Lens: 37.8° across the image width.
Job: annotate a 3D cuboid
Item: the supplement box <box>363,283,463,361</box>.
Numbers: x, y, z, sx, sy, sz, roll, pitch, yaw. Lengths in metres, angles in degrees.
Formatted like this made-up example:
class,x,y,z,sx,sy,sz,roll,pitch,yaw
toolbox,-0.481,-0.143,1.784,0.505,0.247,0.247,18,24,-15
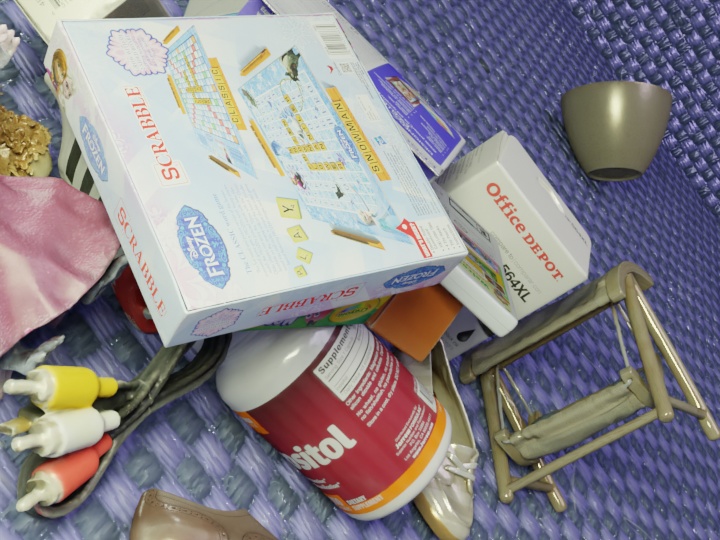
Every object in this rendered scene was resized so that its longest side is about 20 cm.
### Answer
class,x,y,z,sx,sy,sz,roll,pitch,yaw
supplement box,0.000,0.000,0.880,0.066,0.069,0.200,35,2,-34

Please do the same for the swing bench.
class,x,y,z,sx,sy,sz,roll,pitch,yaw
swing bench,0.222,0.114,1.078,0.130,0.199,0.201,23,42,-47

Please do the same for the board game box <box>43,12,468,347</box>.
class,x,y,z,sx,sy,sz,roll,pitch,yaw
board game box,-0.061,-0.067,0.633,0.199,0.041,0.201,-11,64,-36

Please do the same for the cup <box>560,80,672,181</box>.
class,x,y,z,sx,sy,sz,roll,pitch,yaw
cup,0.463,-0.243,1.909,0.200,0.200,0.144,15,76,-53

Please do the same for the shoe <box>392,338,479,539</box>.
class,x,y,z,sx,sy,sz,roll,pitch,yaw
shoe,0.069,0.147,0.948,0.070,0.053,0.201,27,39,-44

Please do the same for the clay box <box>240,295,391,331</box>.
class,x,y,z,sx,sy,sz,roll,pitch,yaw
clay box,-0.075,-0.018,0.688,0.200,0.048,0.115,0,51,-50

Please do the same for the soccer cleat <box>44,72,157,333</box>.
class,x,y,z,sx,sy,sz,roll,pitch,yaw
soccer cleat,-0.166,-0.052,0.724,0.069,0.085,0.201,-36,128,-43

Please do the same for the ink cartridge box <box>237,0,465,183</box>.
class,x,y,z,sx,sy,sz,roll,pitch,yaw
ink cartridge box,-0.006,-0.147,0.839,0.198,0.043,0.200,45,17,-2

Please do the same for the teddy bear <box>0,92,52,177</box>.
class,x,y,z,sx,sy,sz,roll,pitch,yaw
teddy bear,-0.275,-0.109,0.662,0.200,0.067,0.145,43,38,-37

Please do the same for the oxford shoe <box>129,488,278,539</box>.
class,x,y,z,sx,sy,sz,roll,pitch,yaw
oxford shoe,-0.060,0.191,0.673,0.200,0.071,0.073,33,30,-37

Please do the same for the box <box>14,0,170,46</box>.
class,x,y,z,sx,sy,sz,roll,pitch,yaw
box,-0.191,-0.193,0.771,0.068,0.082,0.200,53,-2,-4

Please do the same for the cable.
class,x,y,z,sx,sy,sz,roll,pitch,yaw
cable,-0.135,0.085,0.627,0.200,0.050,0.098,-18,113,-54

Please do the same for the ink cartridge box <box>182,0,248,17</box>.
class,x,y,z,sx,sy,sz,roll,pitch,yaw
ink cartridge box,-0.093,-0.167,0.957,0.116,0.067,0.201,-86,164,-50

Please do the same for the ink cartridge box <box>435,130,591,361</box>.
class,x,y,z,sx,sy,sz,roll,pitch,yaw
ink cartridge box,0.100,-0.014,1.012,0.146,0.200,0.084,49,27,-13

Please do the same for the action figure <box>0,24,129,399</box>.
class,x,y,z,sx,sy,sz,roll,pitch,yaw
action figure,-0.229,-0.042,0.589,0.200,0.149,0.134,42,25,-11

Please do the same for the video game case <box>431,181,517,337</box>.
class,x,y,z,sx,sy,sz,roll,pitch,yaw
video game case,0.043,-0.051,0.848,0.200,0.022,0.182,42,17,-14

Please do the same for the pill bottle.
class,x,y,z,sx,sy,sz,roll,pitch,yaw
pill bottle,-0.033,0.085,0.784,0.200,0.113,0.113,46,29,-19
